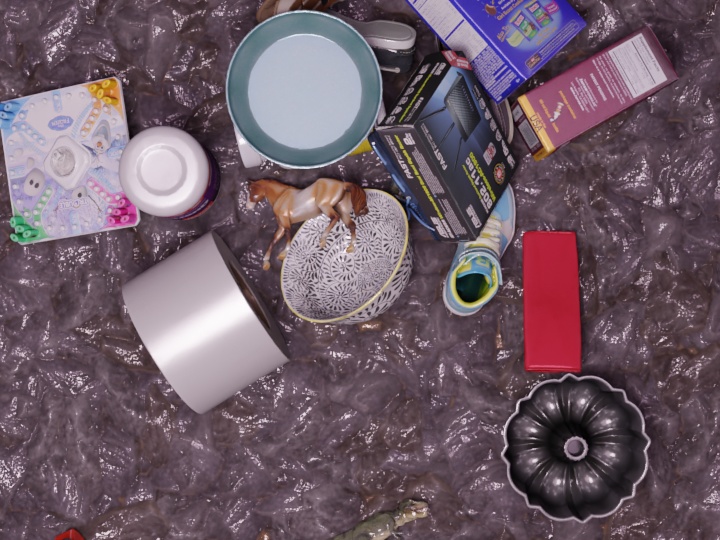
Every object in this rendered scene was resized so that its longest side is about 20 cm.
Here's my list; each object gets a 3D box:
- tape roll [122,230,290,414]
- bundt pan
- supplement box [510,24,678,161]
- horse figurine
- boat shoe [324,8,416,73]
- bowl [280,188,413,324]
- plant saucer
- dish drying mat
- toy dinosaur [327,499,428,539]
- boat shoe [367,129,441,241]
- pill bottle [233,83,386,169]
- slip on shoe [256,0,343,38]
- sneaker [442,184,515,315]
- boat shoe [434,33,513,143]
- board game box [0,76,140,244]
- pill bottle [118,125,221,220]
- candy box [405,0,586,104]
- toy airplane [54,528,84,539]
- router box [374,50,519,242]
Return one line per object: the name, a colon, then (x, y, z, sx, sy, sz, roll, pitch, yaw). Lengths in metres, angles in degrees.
tape roll: (-0.200, 0.068, 1.479, 0.139, 0.203, 0.203, -31, 90, -1)
bundt pan: (0.287, 0.237, 1.542, 0.201, 0.076, 0.202, 0, 90, -1)
supplement box: (0.310, -0.237, 1.523, 0.200, 0.110, 0.086, -30, 90, 0)
horse figurine: (-0.067, -0.078, 1.513, 0.200, 0.050, 0.133, -12, 58, 26)
boat shoe: (-0.023, -0.312, 1.543, 0.200, 0.076, 0.060, 16, 131, 14)
bowl: (0.000, 0.000, 1.515, 0.201, 0.201, 0.094, -47, 134, 0)
plant saucer: (-0.072, -0.230, 1.447, 0.199, 0.036, 0.201, 0, 92, -1)
dish drying mat: (0.259, 0.041, 1.537, 0.077, 0.018, 0.201, 2, 70, 0)
toy dinosaur: (0.009, 0.383, 1.559, 0.200, 0.047, 0.088, -21, 76, 0)
boat shoe: (0.069, -0.121, 1.520, 0.068, 0.084, 0.200, -18, 121, 14)
pill bottle: (-0.067, -0.200, 1.521, 0.199, 0.112, 0.112, -13, 90, 0)
slip on shoe: (-0.061, -0.381, 1.519, 0.060, 0.076, 0.200, 16, 54, 35)
sneaker: (0.167, -0.035, 1.514, 0.079, 0.131, 0.201, 14, 89, 0)
boat shoe: (0.146, -0.255, 1.535, 0.072, 0.065, 0.200, -21, 87, 30)
board game box: (-0.402, -0.146, 1.529, 0.199, 0.026, 0.201, -8, 90, 21)
pill bottle: (-0.243, -0.123, 1.477, 0.112, 0.200, 0.113, 0, 90, 0)
candy box: (0.177, -0.347, 1.500, 0.200, 0.077, 0.169, 49, 54, -2)
toy airplane: (-0.364, 0.468, 1.511, 0.200, 0.141, 0.200, 14, 76, 32)
router box: (0.116, -0.158, 1.451, 0.200, 0.062, 0.150, 56, 51, -34)
